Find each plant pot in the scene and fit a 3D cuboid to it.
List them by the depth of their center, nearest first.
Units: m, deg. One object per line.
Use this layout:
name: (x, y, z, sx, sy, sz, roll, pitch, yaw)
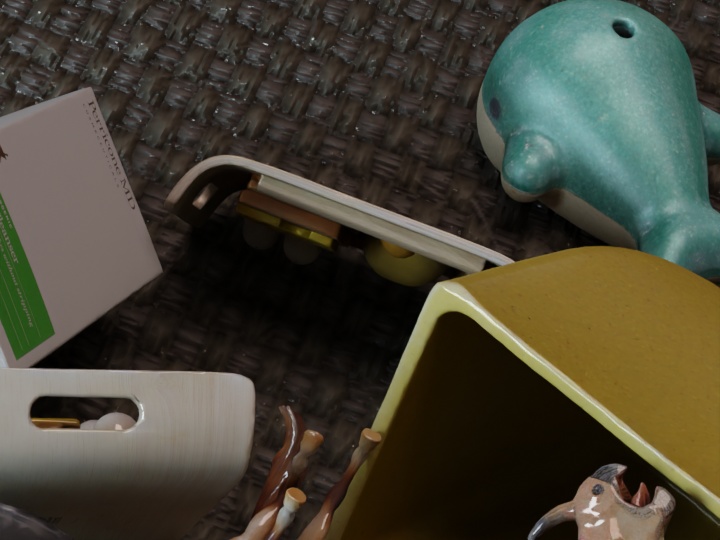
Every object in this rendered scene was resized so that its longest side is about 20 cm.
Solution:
plant pot: (0.130, 0.104, 1.268, 0.195, 0.195, 0.200, 38, 37, 21)

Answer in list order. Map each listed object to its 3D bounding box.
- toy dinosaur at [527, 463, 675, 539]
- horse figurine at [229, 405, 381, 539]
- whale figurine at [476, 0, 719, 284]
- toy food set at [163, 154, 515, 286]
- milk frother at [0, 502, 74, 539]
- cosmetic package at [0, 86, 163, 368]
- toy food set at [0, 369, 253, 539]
toy dinosaur: (0.104, 0.190, 1.083, 0.135, 0.086, 0.200, 20, 52, 15)
horse figurine: (-0.048, 0.137, 1.189, 0.050, 0.133, 0.200, 32, 23, -4)
whale figurine: (0.152, -0.075, 1.518, 0.158, 0.104, 0.200, -10, 49, -28)
toy food set: (0.000, 0.000, 1.384, 0.199, 0.061, 0.144, 21, -2, 4)
milk frother: (-0.221, 0.177, 1.055, 0.199, 0.181, 0.189, -12, 33, 22)
cosmetic package: (-0.178, -0.010, 1.269, 0.084, 0.108, 0.200, -19, 9, 20)
toy food set: (-0.141, 0.080, 1.186, 0.143, 0.200, 0.061, 2, 70, -17)
